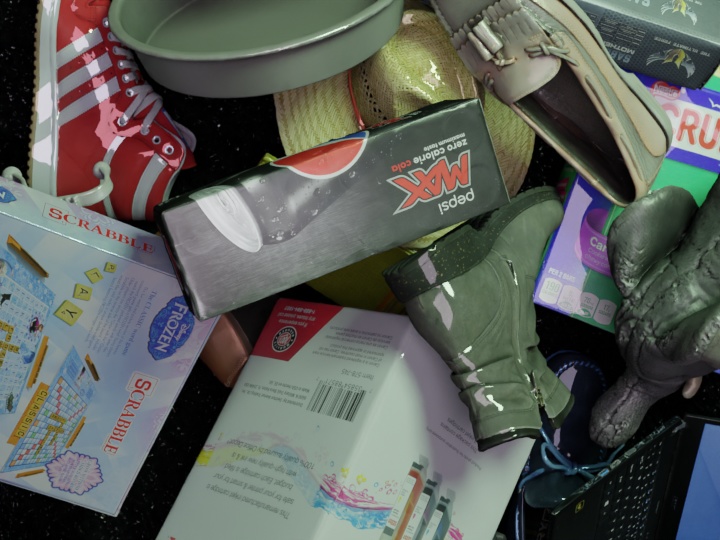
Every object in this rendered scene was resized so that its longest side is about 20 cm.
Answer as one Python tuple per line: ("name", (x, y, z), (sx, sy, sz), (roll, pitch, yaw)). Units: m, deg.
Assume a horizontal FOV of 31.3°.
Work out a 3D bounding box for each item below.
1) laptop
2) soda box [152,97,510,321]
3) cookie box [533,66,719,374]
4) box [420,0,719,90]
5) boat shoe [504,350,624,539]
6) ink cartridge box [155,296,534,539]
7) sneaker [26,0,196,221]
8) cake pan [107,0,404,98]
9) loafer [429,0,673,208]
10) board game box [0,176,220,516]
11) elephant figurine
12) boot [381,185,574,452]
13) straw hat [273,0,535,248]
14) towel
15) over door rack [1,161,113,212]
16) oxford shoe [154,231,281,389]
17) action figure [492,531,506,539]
("laptop", (0.221, 0.197, 0.873), (0.199, 0.103, 0.179), (-29, 138, -30))
("soda box", (-0.018, -0.039, 0.758), (0.198, 0.063, 0.071), (-21, 101, -11))
("cookie box", (0.224, -0.047, 0.901), (0.170, 0.075, 0.202), (20, 94, -5))
("box", (0.148, -0.218, 0.844), (0.198, 0.051, 0.159), (16, 59, -3))
("boat shoe", (0.149, 0.161, 0.923), (0.083, 0.069, 0.203), (4, 96, -5))
("ink cartridge box", (-0.010, 0.143, 0.820), (0.144, 0.145, 0.201), (40, 70, -36))
("sneaker", (-0.160, -0.129, 0.864), (0.111, 0.071, 0.202), (6, 104, -1))
("cake pan", (-0.060, -0.168, 0.817), (0.198, 0.201, 0.037), (-13, 126, -2))
("loafer", (0.118, -0.116, 0.792), (0.199, 0.072, 0.063), (37, 52, -21))
("board game box", (-0.210, 0.048, 0.814), (0.198, 0.041, 0.201), (22, 119, -18))
("elephant figurine", (0.215, 0.015, 0.797), (0.199, 0.142, 0.156), (-33, 103, -3))
("boot", (0.093, 0.030, 0.796), (0.067, 0.200, 0.132), (-27, 92, 35))
("straw hat", (0.039, -0.121, 0.843), (0.199, 0.085, 0.204), (3, 78, -14))
("towel", (0.000, 0.000, 0.895), (0.199, 0.018, 0.086), (32, 133, -7))
("over door rack", (-0.235, 0.014, 0.856), (0.198, 0.067, 0.149), (-15, 123, 5))
("oxford shoe", (-0.085, 0.052, 0.905), (0.071, 0.071, 0.201), (-20, 104, 31))
("action figure", (0.045, 0.224, 0.901), (0.101, 0.119, 0.202), (11, 101, -12))
